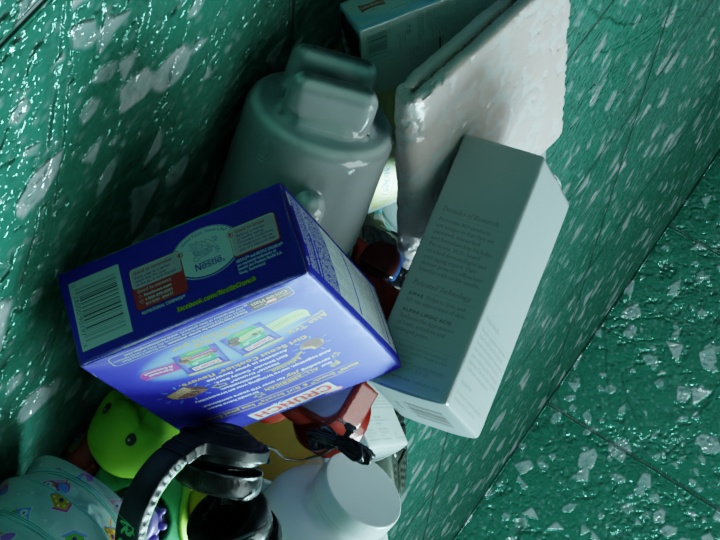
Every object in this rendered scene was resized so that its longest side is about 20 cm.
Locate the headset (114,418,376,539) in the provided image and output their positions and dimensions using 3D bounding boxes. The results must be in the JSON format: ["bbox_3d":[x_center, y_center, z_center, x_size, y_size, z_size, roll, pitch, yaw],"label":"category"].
[{"bbox_3d":[-0.083,0.163,1.362,0.200,0.094,0.124,-32,127,-41],"label":"headset"}]

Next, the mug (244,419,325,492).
[{"bbox_3d":[-0.119,0.187,1.641,0.186,0.149,0.154,0,130,-56],"label":"mug"}]

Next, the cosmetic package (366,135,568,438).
[{"bbox_3d":[0.082,0.013,1.441,0.201,0.074,0.102,-68,157,-13],"label":"cosmetic package"}]

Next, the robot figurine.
[{"bbox_3d":[-0.046,-0.066,1.426,0.170,0.112,0.201,-85,-166,-56],"label":"robot figurine"}]

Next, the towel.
[{"bbox_3d":[0.091,-0.119,1.471,0.191,0.032,0.201,-44,152,-26],"label":"towel"}]

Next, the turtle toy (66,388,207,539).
[{"bbox_3d":[-0.170,0.162,1.457,0.101,0.146,0.201,-16,140,-37],"label":"turtle toy"}]

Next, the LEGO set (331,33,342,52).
[{"bbox_3d":[0.069,-0.204,1.531,0.201,0.115,0.154,-63,166,14],"label":"LEGO set"}]

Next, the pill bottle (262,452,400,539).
[{"bbox_3d":[-0.052,0.227,1.509,0.200,0.111,0.111,-48,174,33],"label":"pill bottle"}]

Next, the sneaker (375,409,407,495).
[{"bbox_3d":[-0.023,0.126,1.818,0.113,0.201,0.076,-19,173,13],"label":"sneaker"}]

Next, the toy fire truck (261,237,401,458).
[{"bbox_3d":[-0.046,0.039,1.507,0.112,0.199,0.169,34,83,-42],"label":"toy fire truck"}]

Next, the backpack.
[{"bbox_3d":[-0.225,0.233,1.377,0.127,0.166,0.201,-54,154,-41],"label":"backpack"}]

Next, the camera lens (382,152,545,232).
[{"bbox_3d":[0.086,-0.101,1.715,0.161,0.159,0.200,-56,166,-13],"label":"camera lens"}]

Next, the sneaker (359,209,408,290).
[{"bbox_3d":[0.000,0.000,1.591,0.077,0.201,0.087,10,126,-39],"label":"sneaker"}]

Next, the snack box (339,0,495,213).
[{"bbox_3d":[0.046,-0.140,1.489,0.115,0.037,0.201,-22,142,-16],"label":"snack box"}]

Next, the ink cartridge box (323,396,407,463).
[{"bbox_3d":[-0.031,0.073,1.694,0.050,0.201,0.162,-27,171,10],"label":"ink cartridge box"}]

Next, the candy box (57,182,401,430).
[{"bbox_3d":[-0.085,0.036,1.326,0.168,0.078,0.200,-22,153,11],"label":"candy box"}]
